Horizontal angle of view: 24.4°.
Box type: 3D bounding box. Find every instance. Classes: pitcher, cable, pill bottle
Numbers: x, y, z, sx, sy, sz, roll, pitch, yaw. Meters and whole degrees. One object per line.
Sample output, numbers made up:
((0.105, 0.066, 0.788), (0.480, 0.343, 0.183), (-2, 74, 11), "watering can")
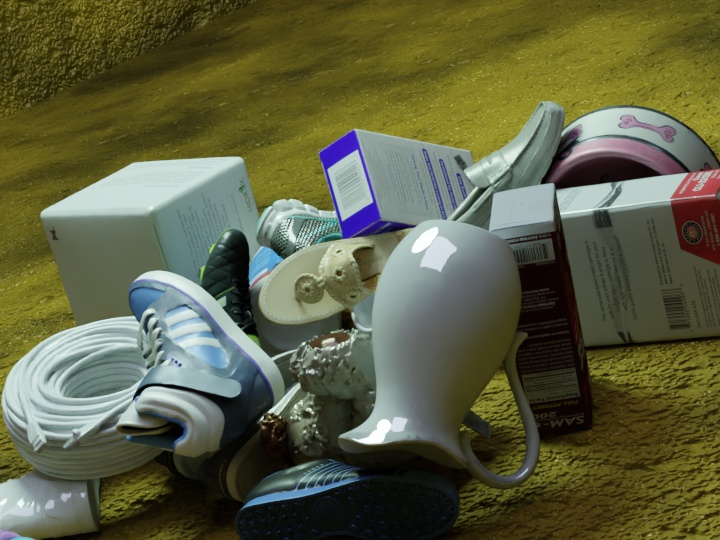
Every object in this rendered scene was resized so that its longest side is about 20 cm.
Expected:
((0.086, 0.073, 1.394), (0.171, 0.200, 0.121), (19, -14, -16), "pitcher")
((-0.248, 0.121, 1.625), (0.200, 0.069, 0.200), (-23, 31, -21), "cable")
((-0.075, 0.022, 1.889), (0.112, 0.112, 0.200), (-15, 19, 5), "pill bottle")

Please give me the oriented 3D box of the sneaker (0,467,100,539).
((-0.318, 0.205, 1.639), (0.115, 0.074, 0.200), (-15, 20, -3), "sneaker")

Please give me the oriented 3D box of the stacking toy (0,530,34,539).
((-0.255, 0.269, 1.411), (0.200, 0.085, 0.085), (2, 26, 32), "stacking toy")

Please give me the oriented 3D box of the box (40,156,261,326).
((-0.236, -0.015, 1.998), (0.199, 0.200, 0.171), (0, 23, 40), "box")

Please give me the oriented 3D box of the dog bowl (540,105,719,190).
((0.270, -0.063, 1.701), (0.200, 0.200, 0.074), (-6, 25, 29), "dog bowl")

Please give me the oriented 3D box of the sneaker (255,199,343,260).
((-0.014, -0.025, 1.813), (0.200, 0.078, 0.091), (-3, 34, -35), "sneaker")

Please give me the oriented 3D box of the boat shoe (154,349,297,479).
((-0.124, 0.138, 1.672), (0.060, 0.074, 0.200), (11, 41, 45), "boat shoe")

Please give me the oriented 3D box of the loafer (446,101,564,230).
((0.139, -0.089, 1.699), (0.200, 0.070, 0.070), (-59, 7, 6), "loafer")

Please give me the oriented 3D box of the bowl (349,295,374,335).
((0.093, 0.039, 1.756), (0.199, 0.075, 0.200), (-16, 18, 3), "bowl")

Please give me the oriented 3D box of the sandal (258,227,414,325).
((-0.002, -0.005, 1.705), (0.211, 0.078, 0.070), (-17, -10, -13), "sandal")

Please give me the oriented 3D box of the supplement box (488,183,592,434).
((0.164, 0.035, 1.505), (0.061, 0.200, 0.109), (-9, 20, 10), "supplement box")

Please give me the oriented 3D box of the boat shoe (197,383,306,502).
((-0.080, 0.149, 1.598), (0.063, 0.073, 0.200), (3, 31, 38), "boat shoe")

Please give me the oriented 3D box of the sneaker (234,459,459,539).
((-0.007, 0.190, 1.417), (0.200, 0.070, 0.078), (-7, 22, 19), "sneaker")

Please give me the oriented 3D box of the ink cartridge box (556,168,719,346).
((0.273, -0.010, 1.627), (0.200, 0.144, 0.084), (-6, 21, 27), "ink cartridge box")

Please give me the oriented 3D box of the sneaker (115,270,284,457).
((-0.183, 0.089, 1.525), (0.200, 0.081, 0.146), (38, 46, 24), "sneaker")

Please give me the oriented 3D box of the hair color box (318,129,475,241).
((0.053, -0.083, 1.820), (0.200, 0.109, 0.065), (5, -28, -46), "hair color box")

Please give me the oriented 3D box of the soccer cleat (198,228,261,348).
((-0.136, 0.057, 1.760), (0.081, 0.200, 0.067), (9, -3, 31), "soccer cleat")

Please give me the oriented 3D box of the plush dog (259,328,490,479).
((0.005, 0.134, 1.515), (0.200, 0.161, 0.172), (-11, -8, -42), "plush dog")
